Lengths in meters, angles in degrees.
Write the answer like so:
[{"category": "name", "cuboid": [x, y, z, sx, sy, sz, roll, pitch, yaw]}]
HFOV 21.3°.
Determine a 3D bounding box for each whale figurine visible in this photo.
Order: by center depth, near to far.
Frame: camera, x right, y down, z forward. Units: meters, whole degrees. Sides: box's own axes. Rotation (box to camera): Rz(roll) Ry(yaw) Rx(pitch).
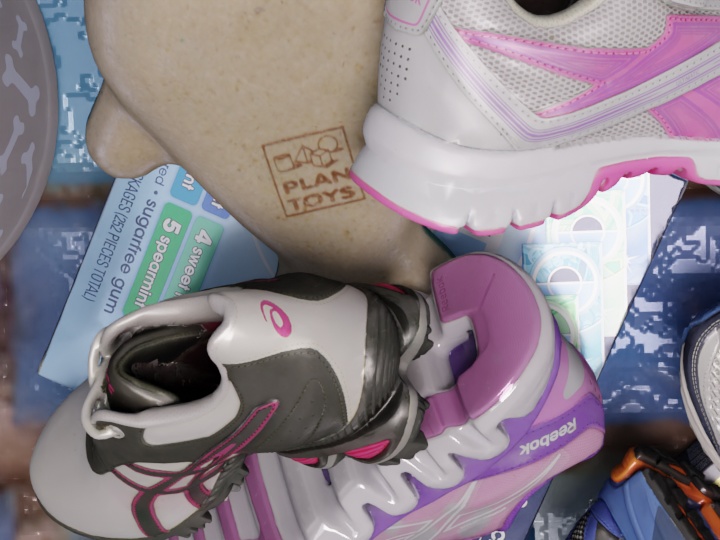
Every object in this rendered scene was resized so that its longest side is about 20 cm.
[{"category": "whale figurine", "cuboid": [-0.018, -0.068, 0.672, 0.158, 0.104, 0.201, -14, 122, 7]}]

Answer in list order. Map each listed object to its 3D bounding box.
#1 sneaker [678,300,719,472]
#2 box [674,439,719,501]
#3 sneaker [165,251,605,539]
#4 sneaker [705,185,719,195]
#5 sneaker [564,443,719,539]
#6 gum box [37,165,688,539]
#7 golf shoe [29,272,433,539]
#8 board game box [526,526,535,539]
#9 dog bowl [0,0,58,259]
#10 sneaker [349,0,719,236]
[{"category": "sneaker", "cuboid": [0.191, 0.094, 0.709, 0.077, 0.085, 0.200, -37, 93, 9]}, {"category": "box", "cuboid": [0.197, 0.127, 0.781, 0.161, 0.049, 0.200, 44, 101, -5]}, {"category": "sneaker", "cuboid": [0.009, 0.078, 0.694, 0.200, 0.081, 0.088, -35, 139, 25]}, {"category": "sneaker", "cuboid": [0.122, -0.139, 0.712, 0.146, 0.077, 0.203, -39, 76, 9]}, {"category": "sneaker", "cuboid": [0.137, 0.164, 0.711, 0.078, 0.075, 0.200, -45, 53, 24]}, {"category": "gum box", "cuboid": [0.000, 0.000, 0.740, 0.199, 0.045, 0.171, 23, 100, 1]}, {"category": "golf shoe", "cuboid": [-0.066, 0.041, 0.654, 0.200, 0.088, 0.078, -25, 58, 43]}, {"category": "board game box", "cuboid": [-0.044, 0.148, 0.811, 0.153, 0.040, 0.200, 36, 101, -1]}, {"category": "dog bowl", "cuboid": [-0.227, -0.070, 0.784, 0.199, 0.059, 0.201, 1, 100, 6]}, {"category": "sneaker", "cuboid": [0.091, -0.075, 0.604, 0.199, 0.081, 0.089, -15, 120, -27]}]
